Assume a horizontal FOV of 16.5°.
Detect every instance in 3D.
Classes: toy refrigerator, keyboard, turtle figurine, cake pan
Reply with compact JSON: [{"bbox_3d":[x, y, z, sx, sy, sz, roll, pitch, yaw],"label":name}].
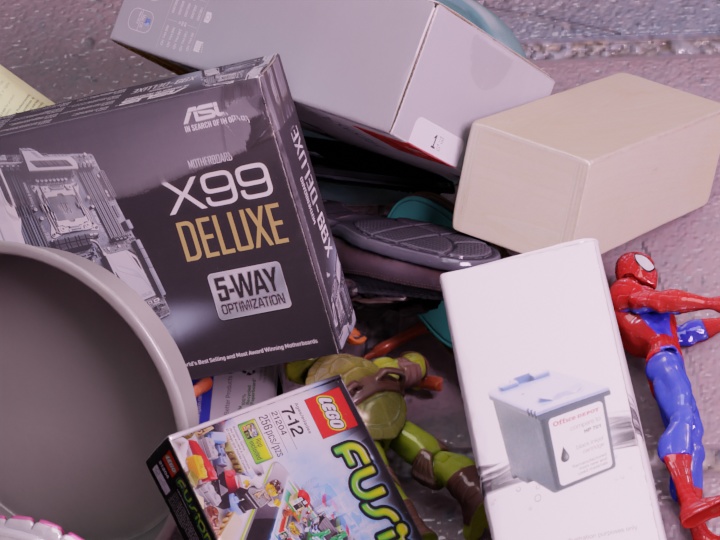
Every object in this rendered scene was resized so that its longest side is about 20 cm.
[{"bbox_3d":[0.134,-0.057,1.420,0.076,0.070,0.200,20,22,25],"label":"toy refrigerator"},{"bbox_3d":[-0.050,-0.058,1.457,0.199,0.040,0.104,7,15,-33],"label":"keyboard"},{"bbox_3d":[0.010,0.082,1.361,0.199,0.065,0.161,-16,54,-42],"label":"turtle figurine"},{"bbox_3d":[-0.170,0.074,1.337,0.199,0.202,0.037,15,26,22],"label":"cake pan"}]

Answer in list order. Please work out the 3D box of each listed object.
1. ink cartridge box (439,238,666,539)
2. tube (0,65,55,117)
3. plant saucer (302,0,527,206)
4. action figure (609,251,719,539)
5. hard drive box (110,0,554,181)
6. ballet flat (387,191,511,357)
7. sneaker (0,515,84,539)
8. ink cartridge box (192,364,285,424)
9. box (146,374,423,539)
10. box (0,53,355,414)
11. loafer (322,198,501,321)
[{"bbox_3d":[0.103,0.106,1.238,0.085,0.147,0.201,-14,68,3],"label":"ink cartridge box"},{"bbox_3d":[-0.162,-0.054,1.408,0.199,0.052,0.058,30,27,-4],"label":"tube"},{"bbox_3d":[0.009,-0.122,1.588,0.198,0.028,0.201,-5,47,6],"label":"plant saucer"},{"bbox_3d":[0.195,0.057,1.367,0.098,0.065,0.201,-20,48,3],"label":"action figure"},{"bbox_3d":[-0.015,-0.120,1.412,0.199,0.156,0.077,20,88,32],"label":"hard drive box"},{"bbox_3d":[0.089,0.032,1.407,0.200,0.072,0.068,47,113,34],"label":"ballet flat"},{"bbox_3d":[-0.140,0.195,1.275,0.199,0.081,0.089,26,74,22],"label":"sneaker"},{"bbox_3d":[-0.142,0.067,1.434,0.198,0.037,0.095,-1,48,5],"label":"ink cartridge box"},{"bbox_3d":[-0.016,0.160,1.247,0.110,0.035,0.201,-19,74,-33],"label":"box"},{"bbox_3d":[-0.117,-0.018,1.351,0.199,0.159,0.050,-10,18,17],"label":"box"},{"bbox_3d":[0.000,0.000,1.401,0.072,0.063,0.199,-7,16,-44],"label":"loafer"}]
